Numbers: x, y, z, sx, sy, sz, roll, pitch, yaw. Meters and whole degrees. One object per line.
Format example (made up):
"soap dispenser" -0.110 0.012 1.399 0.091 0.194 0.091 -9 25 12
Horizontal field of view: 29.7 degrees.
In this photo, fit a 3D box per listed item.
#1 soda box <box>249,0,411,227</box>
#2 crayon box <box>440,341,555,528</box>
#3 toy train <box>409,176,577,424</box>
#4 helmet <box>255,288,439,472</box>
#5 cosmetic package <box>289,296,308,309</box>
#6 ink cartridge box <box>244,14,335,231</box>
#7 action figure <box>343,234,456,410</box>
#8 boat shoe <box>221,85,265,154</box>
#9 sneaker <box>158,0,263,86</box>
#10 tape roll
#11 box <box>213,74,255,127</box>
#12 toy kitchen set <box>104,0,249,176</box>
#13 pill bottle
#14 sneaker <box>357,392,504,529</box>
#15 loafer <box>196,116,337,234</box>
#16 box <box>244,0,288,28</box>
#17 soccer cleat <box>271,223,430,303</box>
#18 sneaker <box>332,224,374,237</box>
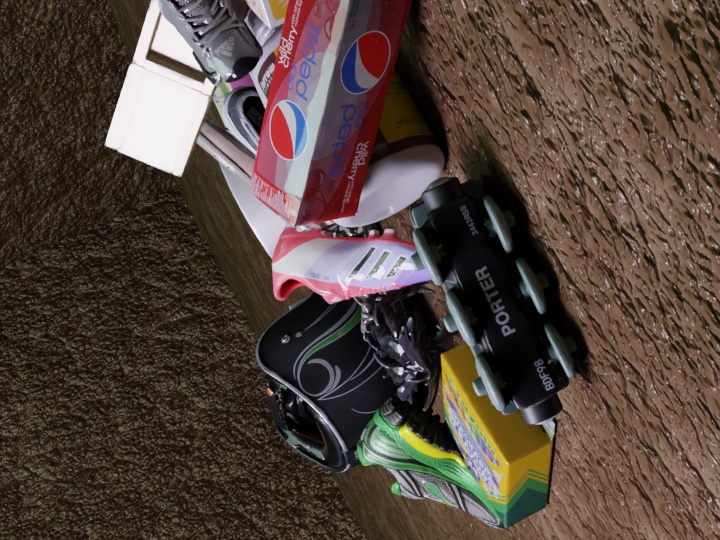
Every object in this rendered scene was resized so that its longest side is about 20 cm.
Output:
"soda box" -0.024 -0.137 1.021 0.063 0.070 0.201 36 123 34
"crayon box" 0.127 0.146 1.274 0.126 0.051 0.200 59 169 29
"toy train" 0.100 0.020 1.041 0.201 0.085 0.114 64 -177 -4
"helmet" -0.008 0.103 1.486 0.200 0.191 0.201 36 153 22
"cosmetic package" -0.010 0.083 1.702 0.072 0.101 0.200 68 171 -23
"ink cartridge box" -0.035 -0.152 1.294 0.201 0.083 0.145 65 170 0
"action figure" 0.043 0.045 1.335 0.200 0.102 0.119 51 159 39
"boat shoe" -0.057 -0.118 1.408 0.200 0.072 0.068 44 171 -20
"sneaker" -0.120 -0.210 1.068 0.116 0.075 0.200 57 179 14
"tape roll" -0.097 -0.088 1.670 0.203 0.070 0.203 60 -174 -11
"box" -0.138 -0.271 1.512 0.201 0.096 0.176 65 170 -9
"toy kitchen set" -0.197 -0.241 1.300 0.201 0.162 0.181 -75 9 -52
"pill bottle" -0.019 -0.146 1.144 0.201 0.109 0.109 62 170 16
"sneaker" 0.082 0.207 1.405 0.200 0.085 0.078 37 -155 -17
"loafer" -0.099 -0.113 1.466 0.200 0.063 0.072 40 180 -13
"box" -0.075 -0.293 1.097 0.200 0.101 0.113 52 164 53
"soccer cleat" 0.000 0.000 1.287 0.067 0.199 0.077 18 -100 -56
"sneaker" -0.030 -0.091 1.549 0.201 0.077 0.088 60 -160 20
